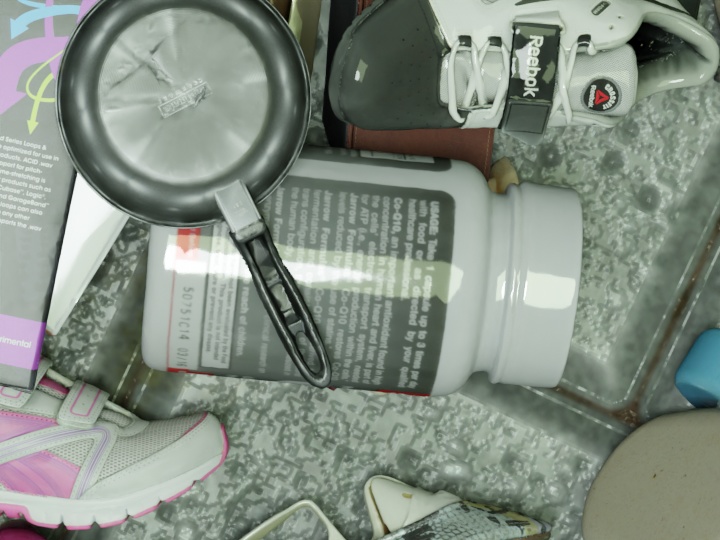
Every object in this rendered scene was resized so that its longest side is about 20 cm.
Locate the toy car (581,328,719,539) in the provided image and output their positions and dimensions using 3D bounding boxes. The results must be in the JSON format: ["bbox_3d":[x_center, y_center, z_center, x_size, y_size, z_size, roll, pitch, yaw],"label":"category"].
[{"bbox_3d":[0.224,0.163,1.104,0.200,0.177,0.185,38,78,-20],"label":"toy car"}]

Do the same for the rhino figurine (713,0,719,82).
[{"bbox_3d":[0.229,-0.160,1.123,0.087,0.060,0.202,17,94,10],"label":"rhino figurine"}]

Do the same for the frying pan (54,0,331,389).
[{"bbox_3d":[-0.075,-0.039,0.955,0.114,0.031,0.192,-4,89,-5],"label":"frying pan"}]

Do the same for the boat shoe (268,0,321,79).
[{"bbox_3d":[-0.050,-0.180,1.085,0.067,0.072,0.202,6,94,-8],"label":"boat shoe"}]

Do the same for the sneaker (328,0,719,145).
[{"bbox_3d":[0.082,-0.099,1.003,0.199,0.088,0.075,-16,123,-29],"label":"sneaker"}]

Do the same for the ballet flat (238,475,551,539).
[{"bbox_3d":[-0.001,0.145,1.121,0.199,0.072,0.073,-19,96,-6],"label":"ballet flat"}]

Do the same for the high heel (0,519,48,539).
[{"bbox_3d":[-0.145,0.223,1.093,0.067,0.096,0.201,-28,97,-4],"label":"high heel"}]

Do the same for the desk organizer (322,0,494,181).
[{"bbox_3d":[0.029,-0.142,1.054,0.076,0.072,0.201,-2,125,-10],"label":"desk organizer"}]

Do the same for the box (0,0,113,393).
[{"bbox_3d":[-0.195,-0.058,0.971,0.142,0.036,0.202,12,93,-9],"label":"box"}]

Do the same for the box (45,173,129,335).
[{"bbox_3d":[-0.206,-0.066,1.050,0.199,0.124,0.098,32,91,-7],"label":"box"}]

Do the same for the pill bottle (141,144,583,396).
[{"bbox_3d":[0.000,0.000,1.031,0.198,0.114,0.115,6,94,-3],"label":"pill bottle"}]

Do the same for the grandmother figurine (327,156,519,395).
[{"bbox_3d":[-0.010,0.006,1.115,0.198,0.061,0.122,-13,75,-2],"label":"grandmother figurine"}]

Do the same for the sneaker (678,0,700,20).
[{"bbox_3d":[0.092,-0.175,1.100,0.198,0.075,0.107,11,94,-8],"label":"sneaker"}]

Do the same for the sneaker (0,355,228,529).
[{"bbox_3d":[-0.166,0.080,1.088,0.198,0.081,0.089,-4,96,-7],"label":"sneaker"}]
